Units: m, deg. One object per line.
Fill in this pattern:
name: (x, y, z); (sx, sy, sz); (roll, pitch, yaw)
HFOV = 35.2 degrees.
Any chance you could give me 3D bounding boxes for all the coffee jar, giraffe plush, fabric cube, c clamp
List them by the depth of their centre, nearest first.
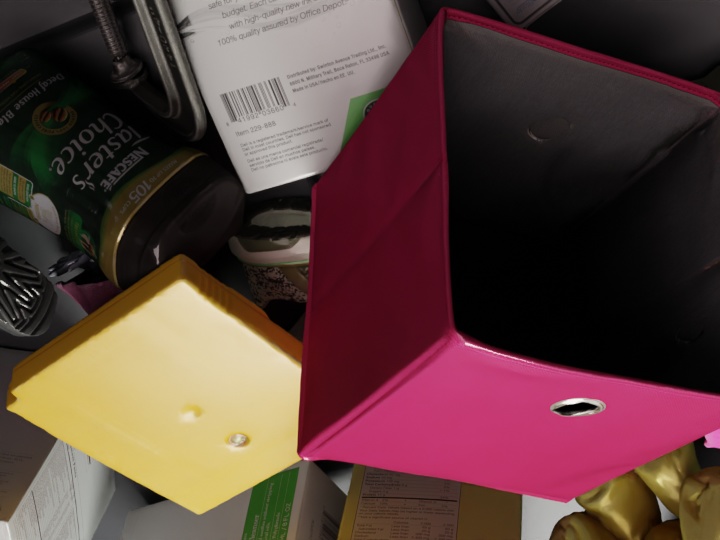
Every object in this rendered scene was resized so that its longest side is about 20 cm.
fabric cube: (0.089, 0.006, 0.661); (0.195, 0.201, 0.199); (13, 150, -21)
c clamp: (-0.163, -0.181, 0.747); (0.171, 0.027, 0.201); (26, 143, 47)
coffee jar: (-0.180, -0.064, 0.772); (0.200, 0.104, 0.085); (32, 146, 13)
giraffe plush: (0.270, 0.235, 0.884); (0.162, 0.200, 0.173); (24, 121, -39)

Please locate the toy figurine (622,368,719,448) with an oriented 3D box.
toy figurine: (0.221, 0.036, 0.750); (0.199, 0.184, 0.151); (3, 120, 8)

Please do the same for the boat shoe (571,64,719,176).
boat shoe: (0.212, -0.090, 0.750); (0.199, 0.071, 0.063); (-18, 118, 14)

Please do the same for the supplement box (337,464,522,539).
supplement box: (0.057, 0.255, 0.890); (0.134, 0.200, 0.201); (2, 120, 8)

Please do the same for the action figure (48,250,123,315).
action figure: (-0.151, 0.059, 0.886); (0.149, 0.134, 0.200); (-34, 107, -4)

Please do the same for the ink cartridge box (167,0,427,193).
ink cartridge box: (-0.040, -0.170, 0.734); (0.145, 0.084, 0.201); (-13, 116, 17)

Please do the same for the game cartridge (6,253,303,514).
game cartridge: (-0.117, 0.087, 0.785); (0.176, 0.033, 0.200); (-31, 130, 22)

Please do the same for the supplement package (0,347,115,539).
supplement package: (-0.322, 0.176, 0.909); (0.190, 0.200, 0.148); (6, 120, 7)

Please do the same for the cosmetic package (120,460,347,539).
cosmetic package: (-0.108, 0.243, 0.944); (0.199, 0.108, 0.085); (-20, 129, 25)

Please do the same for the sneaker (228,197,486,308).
sneaker: (0.000, 0.000, 0.836); (0.199, 0.077, 0.089); (6, 125, 15)

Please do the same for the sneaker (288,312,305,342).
sneaker: (-0.072, 0.112, 0.899); (0.073, 0.085, 0.200); (31, 121, -10)

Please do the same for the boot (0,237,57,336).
boot: (-0.347, -0.006, 0.842); (0.199, 0.066, 0.165); (-1, 138, 34)

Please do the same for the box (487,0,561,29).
box: (0.078, -0.258, 0.680); (0.116, 0.060, 0.200); (-36, 107, 25)
